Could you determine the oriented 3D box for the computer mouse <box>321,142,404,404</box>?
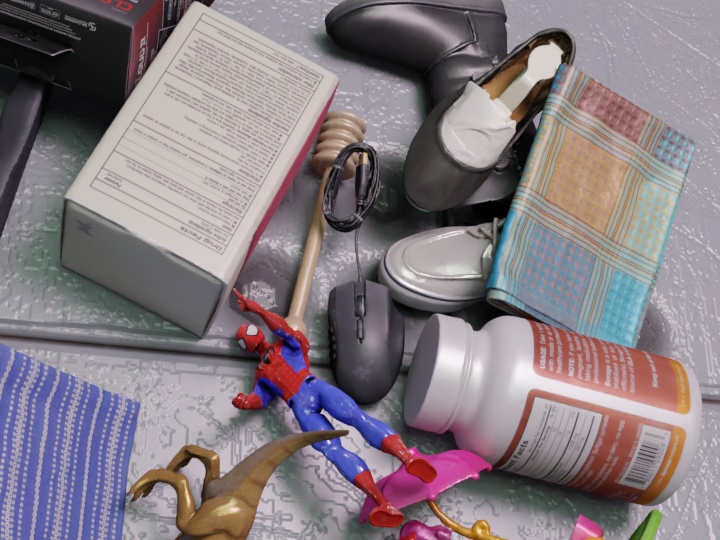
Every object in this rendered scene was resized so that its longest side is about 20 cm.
[{"bbox_3d":[0.000,0.000,0.976,0.058,0.034,0.200,-5,82,4],"label":"computer mouse"}]

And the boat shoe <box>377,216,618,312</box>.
[{"bbox_3d":[0.113,-0.015,1.021,0.200,0.070,0.071,-2,57,-18],"label":"boat shoe"}]

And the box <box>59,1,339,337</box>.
[{"bbox_3d":[-0.120,-0.075,0.965,0.128,0.109,0.200,28,61,-2],"label":"box"}]

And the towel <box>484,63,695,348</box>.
[{"bbox_3d":[0.182,-0.042,1.005,0.146,0.022,0.200,26,75,-24],"label":"towel"}]

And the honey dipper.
[{"bbox_3d":[-0.032,-0.033,1.012,0.038,0.038,0.200,16,64,-8],"label":"honey dipper"}]

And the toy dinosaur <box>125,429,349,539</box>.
[{"bbox_3d":[-0.091,0.156,0.873,0.106,0.060,0.200,35,99,19],"label":"toy dinosaur"}]

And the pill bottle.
[{"bbox_3d":[0.138,0.098,0.956,0.200,0.112,0.112,16,62,-8],"label":"pill bottle"}]

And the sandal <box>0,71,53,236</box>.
[{"bbox_3d":[-0.270,-0.080,0.949,0.043,0.076,0.200,16,52,-9],"label":"sandal"}]

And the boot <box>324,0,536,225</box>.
[{"bbox_3d":[0.065,-0.132,1.076,0.164,0.066,0.200,-5,72,-15],"label":"boot"}]

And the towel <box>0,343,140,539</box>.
[{"bbox_3d":[-0.213,0.122,0.821,0.200,0.024,0.145,35,49,-50],"label":"towel"}]

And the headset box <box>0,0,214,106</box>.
[{"bbox_3d":[-0.208,-0.213,0.978,0.148,0.075,0.200,20,42,6],"label":"headset box"}]

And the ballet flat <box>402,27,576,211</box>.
[{"bbox_3d":[0.103,-0.128,1.011,0.068,0.068,0.200,41,62,-1],"label":"ballet flat"}]

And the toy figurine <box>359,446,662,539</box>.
[{"bbox_3d":[0.080,0.211,0.899,0.184,0.150,0.200,28,85,13],"label":"toy figurine"}]

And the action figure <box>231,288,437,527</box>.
[{"bbox_3d":[-0.044,0.086,0.891,0.065,0.099,0.200,-53,47,4],"label":"action figure"}]
